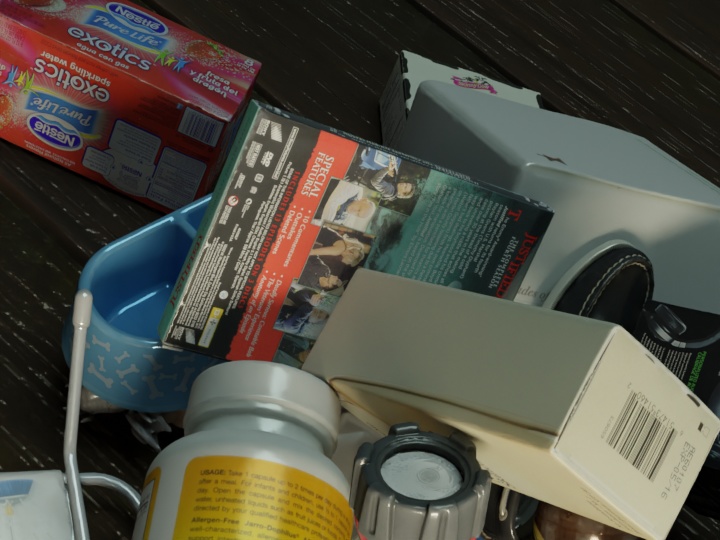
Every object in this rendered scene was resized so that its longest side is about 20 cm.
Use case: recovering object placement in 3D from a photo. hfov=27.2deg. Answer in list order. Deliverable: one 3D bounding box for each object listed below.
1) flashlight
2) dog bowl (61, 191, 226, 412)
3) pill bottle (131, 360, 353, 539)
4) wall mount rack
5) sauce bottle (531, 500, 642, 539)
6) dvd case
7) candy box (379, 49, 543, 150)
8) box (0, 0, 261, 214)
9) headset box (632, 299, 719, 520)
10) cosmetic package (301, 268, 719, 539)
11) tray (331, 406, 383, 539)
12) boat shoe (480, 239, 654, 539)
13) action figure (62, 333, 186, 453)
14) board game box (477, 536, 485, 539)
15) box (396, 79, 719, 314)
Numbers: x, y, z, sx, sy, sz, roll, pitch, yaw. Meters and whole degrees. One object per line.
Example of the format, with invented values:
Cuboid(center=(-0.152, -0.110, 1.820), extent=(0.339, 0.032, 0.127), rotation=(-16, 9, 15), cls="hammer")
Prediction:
Cuboid(center=(0.020, 0.173, 0.752), extent=(0.068, 0.200, 0.068), rotation=(11, 34, 5), cls="flashlight")
Cuboid(center=(-0.089, 0.007, 0.908), extent=(0.200, 0.050, 0.111), rotation=(-30, 57, -31), cls="dog bowl")
Cuboid(center=(-0.063, 0.152, 0.761), extent=(0.112, 0.113, 0.200), rotation=(17, 54, -14), cls="pill bottle")
Cuboid(center=(-0.199, 0.101, 0.793), extent=(0.200, 0.075, 0.174), rotation=(2, 58, -31), cls="wall mount rack")
Cuboid(center=(0.127, 0.164, 0.838), extent=(0.065, 0.201, 0.065), rotation=(6, 8, -1), cls="sauce bottle")
Cuboid(center=(0.000, 0.000, 0.854), extent=(0.200, 0.146, 0.022), rotation=(17, 15, -26), cls="dvd case")
Cuboid(center=(0.090, -0.089, 1.235), extent=(0.136, 0.061, 0.200), rotation=(16, 38, -14), cls="candy box")
Cuboid(center=(-0.186, -0.134, 1.084), extent=(0.200, 0.100, 0.096), rotation=(24, 36, -3), cls="box")
Cuboid(center=(0.271, 0.105, 0.871), extent=(0.200, 0.093, 0.174), rotation=(13, -15, 38), cls="headset box")
Cuboid(center=(0.073, 0.065, 0.775), extent=(0.103, 0.073, 0.200), rotation=(40, -17, -34), cls="cosmetic package")
Cuboid(center=(-0.027, 0.134, 0.864), extent=(0.107, 0.022, 0.200), rotation=(30, 55, 13), cls="tray")
Cuboid(center=(0.127, 0.075, 0.889), extent=(0.074, 0.200, 0.060), rotation=(39, -9, -30), cls="boat shoe")
Cuboid(center=(-0.093, 0.060, 0.937), extent=(0.200, 0.069, 0.130), rotation=(-16, 60, -29), cls="action figure")
Cuboid(center=(0.041, 0.157, 0.925), extent=(0.158, 0.039, 0.200), rotation=(32, 44, 6), cls="board game box")
Cuboid(center=(0.130, -0.008, 1.022), extent=(0.199, 0.172, 0.199), rotation=(11, 18, -21), cls="box")
